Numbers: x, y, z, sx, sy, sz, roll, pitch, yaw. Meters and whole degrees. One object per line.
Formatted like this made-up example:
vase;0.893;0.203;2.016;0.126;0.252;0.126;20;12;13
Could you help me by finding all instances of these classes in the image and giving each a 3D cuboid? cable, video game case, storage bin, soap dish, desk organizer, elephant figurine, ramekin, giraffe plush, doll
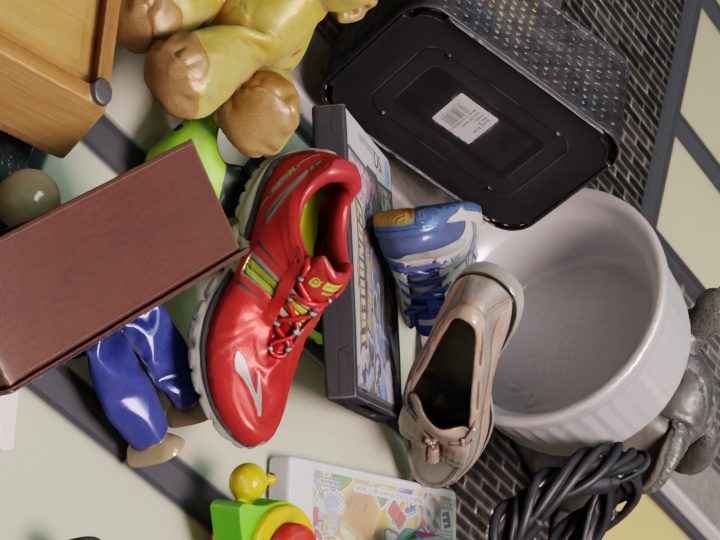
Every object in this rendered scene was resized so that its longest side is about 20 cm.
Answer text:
cable;0.142;0.193;1.472;0.200;0.051;0.163;-41;147;-17
video game case;0.004;0.235;1.400;0.200;0.023;0.182;19;67;-50
storage bin;0.087;-0.137;1.455;0.200;0.135;0.094;33;44;-20
soap dish;-0.223;-0.175;1.149;0.200;0.081;0.157;28;60;-48
desk organizer;-0.165;-0.001;1.123;0.200;0.072;0.077;-33;103;-45
elephant figurine;0.229;0.119;1.577;0.155;0.200;0.142;55;43;-30
ramekin;0.156;0.045;1.509;0.098;0.200;0.201;44;49;-49
giraffe plush;-0.048;-0.183;1.271;0.200;0.162;0.173;8;45;-56
doll;-0.163;0.025;1.206;0.136;0.048;0.200;-45;117;-37
video game case;0.000;0.000;1.385;0.181;0.025;0.200;41;45;-76

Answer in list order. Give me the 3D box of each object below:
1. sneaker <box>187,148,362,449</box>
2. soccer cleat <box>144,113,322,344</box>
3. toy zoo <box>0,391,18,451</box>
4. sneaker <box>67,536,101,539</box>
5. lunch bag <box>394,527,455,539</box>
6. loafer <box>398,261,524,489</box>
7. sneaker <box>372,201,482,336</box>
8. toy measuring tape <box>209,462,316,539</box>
sneaker;-0.048;0.014;1.240;0.077;0.085;0.200;26;71;-44
soccer cleat;-0.066;-0.025;1.322;0.081;0.068;0.200;-50;125;-12
toy zoo;-0.258;0.040;1.083;0.200;0.020;0.131;-1;83;-47
sneaker;-0.136;0.255;1.184;0.104;0.060;0.200;-3;89;-52
lunch bag;0.061;0.277;1.301;0.200;0.170;0.122;-43;131;-48
loafer;0.061;0.084;1.395;0.063;0.072;0.200;-47;158;-49
sneaker;0.056;0.002;1.415;0.200;0.075;0.088;32;55;-77
toy measuring tape;-0.058;0.221;1.291;0.074;0.074;0.200;-20;107;-53
